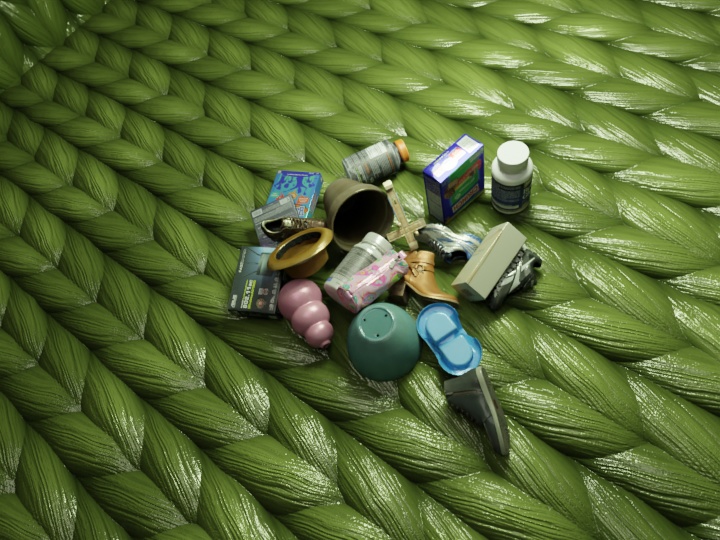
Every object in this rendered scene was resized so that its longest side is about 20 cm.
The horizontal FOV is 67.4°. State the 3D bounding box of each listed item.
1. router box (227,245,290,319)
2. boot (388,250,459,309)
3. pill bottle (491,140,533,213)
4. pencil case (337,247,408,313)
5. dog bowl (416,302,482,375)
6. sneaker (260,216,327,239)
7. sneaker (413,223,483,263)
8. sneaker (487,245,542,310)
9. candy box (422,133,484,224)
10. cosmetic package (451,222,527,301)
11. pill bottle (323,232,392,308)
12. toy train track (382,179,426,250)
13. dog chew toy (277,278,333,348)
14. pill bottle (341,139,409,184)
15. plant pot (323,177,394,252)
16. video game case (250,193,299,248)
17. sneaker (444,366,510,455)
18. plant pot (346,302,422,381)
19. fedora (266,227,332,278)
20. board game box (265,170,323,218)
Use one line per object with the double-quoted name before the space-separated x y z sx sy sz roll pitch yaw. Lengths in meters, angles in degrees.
"router box" -0.283 0.033 1.546 0.148 0.062 0.202 3 70 16
"boot" 0.183 0.022 1.454 0.198 0.074 0.156 12 60 17
"pill bottle" 0.415 -0.256 1.482 0.110 0.201 0.112 -6 59 10
"pencil case" 0.035 0.024 1.390 0.199 0.088 0.087 -35 58 -22
"dog bowl" 0.223 0.177 1.359 0.111 0.050 0.201 -32 62 -3
"sneaker" -0.194 -0.121 1.565 0.197 0.076 0.071 -4 77 13
"sneaker" 0.235 -0.069 1.493 0.198 0.077 0.086 15 69 21
"sneaker" 0.407 0.028 1.398 0.090 0.067 0.201 30 74 18
"candy box" 0.265 -0.250 1.515 0.169 0.201 0.077 -41 61 -11
"cosmetic package" 0.333 -0.020 1.404 0.073 0.103 0.201 38 77 -6
"pill bottle" 0.000 0.000 1.484 0.113 0.114 0.201 29 71 26
"toy train track" 0.111 -0.150 1.471 0.114 0.033 0.202 -24 96 -3
"dog chew toy" -0.139 0.120 1.450 0.124 0.125 0.201 -31 67 -6
"pill bottle" 0.050 -0.334 1.670 0.198 0.107 0.107 -24 58 -2
"plant pot" -0.026 -0.181 1.566 0.199 0.201 0.174 -32 43 -6
"video game case" -0.242 -0.115 1.625 0.142 0.019 0.202 -22 74 8
"sneaker" 0.272 0.336 1.258 0.105 0.075 0.202 -25 68 23
"plant pot" 0.051 0.161 1.366 0.198 0.135 0.202 -6 59 10
"fedora" -0.155 -0.038 1.468 0.199 0.082 0.201 -21 29 12
"board game box" -0.215 -0.221 1.703 0.150 0.045 0.202 5 63 16
